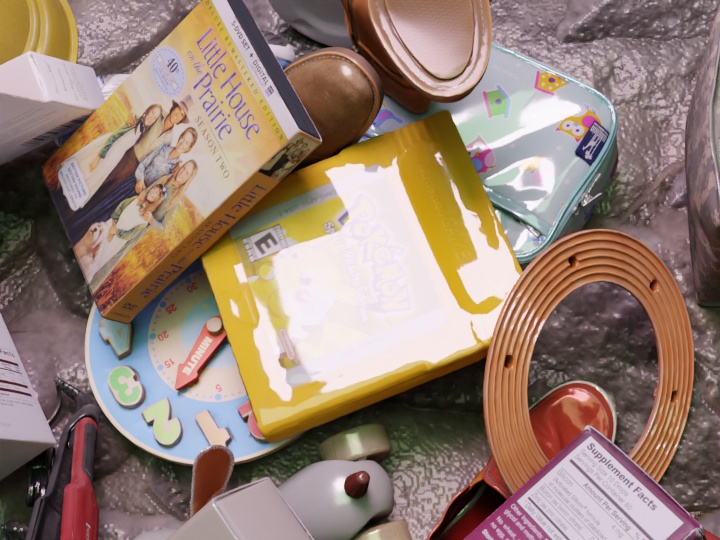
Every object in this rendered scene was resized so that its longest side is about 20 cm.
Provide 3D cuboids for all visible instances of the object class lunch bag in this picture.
[{"bbox_3d":[0.286,-0.093,0.872,0.117,0.164,0.200,-3,69,8],"label":"lunch bag"},{"bbox_3d":[0.084,-0.085,0.923,0.200,0.077,0.160,29,72,19],"label":"lunch bag"}]

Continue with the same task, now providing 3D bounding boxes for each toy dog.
[{"bbox_3d":[-0.056,0.168,0.824,0.200,0.096,0.132,-37,71,-11],"label":"toy dog"}]

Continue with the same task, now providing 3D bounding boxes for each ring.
[{"bbox_3d":[0.152,0.072,0.826,0.019,0.200,0.201,4,60,53],"label":"ring"}]

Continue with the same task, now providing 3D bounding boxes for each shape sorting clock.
[{"bbox_3d":[-0.103,0.045,0.907,0.200,0.039,0.200,-1,68,3],"label":"shape sorting clock"}]

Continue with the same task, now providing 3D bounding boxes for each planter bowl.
[{"bbox_3d":[-0.334,-0.192,0.990,0.200,0.083,0.201,-1,68,3],"label":"planter bowl"}]

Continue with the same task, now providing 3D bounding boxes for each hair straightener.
[{"bbox_3d":[-0.214,0.149,0.834,0.077,0.041,0.200,-26,41,12],"label":"hair straightener"}]

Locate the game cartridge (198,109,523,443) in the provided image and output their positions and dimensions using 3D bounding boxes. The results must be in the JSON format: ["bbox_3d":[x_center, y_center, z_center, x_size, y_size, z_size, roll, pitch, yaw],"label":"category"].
[{"bbox_3d":[0.000,0.000,0.846,0.200,0.032,0.176,-23,67,2],"label":"game cartridge"}]

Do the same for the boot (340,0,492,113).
[{"bbox_3d":[0.035,-0.152,0.832,0.074,0.155,0.200,-15,58,-6],"label":"boot"}]

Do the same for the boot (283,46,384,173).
[{"bbox_3d":[-0.061,-0.088,0.878,0.074,0.200,0.075,50,47,-12],"label":"boot"}]

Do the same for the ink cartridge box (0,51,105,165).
[{"bbox_3d":[-0.304,-0.096,0.873,0.200,0.174,0.044,-22,85,15],"label":"ink cartridge box"}]

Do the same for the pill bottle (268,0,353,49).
[{"bbox_3d":[0.006,-0.288,0.992,0.114,0.114,0.200,13,70,8],"label":"pill bottle"}]

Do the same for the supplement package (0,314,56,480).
[{"bbox_3d":[-0.349,0.073,0.825,0.191,0.147,0.200,-34,69,12],"label":"supplement package"}]

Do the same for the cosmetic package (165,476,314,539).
[{"bbox_3d":[-0.109,0.228,0.764,0.200,0.071,0.105,-41,78,21],"label":"cosmetic package"}]

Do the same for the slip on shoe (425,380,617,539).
[{"bbox_3d":[0.105,0.152,0.840,0.074,0.061,0.200,40,73,18],"label":"slip on shoe"}]

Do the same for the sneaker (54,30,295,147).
[{"bbox_3d":[-0.140,-0.124,0.964,0.200,0.076,0.077,-22,75,5],"label":"sneaker"}]

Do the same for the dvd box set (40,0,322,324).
[{"bbox_3d":[-0.131,-0.080,0.865,0.200,0.029,0.146,-40,59,21],"label":"dvd box set"}]

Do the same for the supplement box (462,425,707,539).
[{"bbox_3d":[0.114,0.215,0.751,0.200,0.131,0.103,-41,46,-4],"label":"supplement box"}]

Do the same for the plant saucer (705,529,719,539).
[{"bbox_3d":[0.226,0.276,0.798,0.200,0.037,0.200,30,73,13],"label":"plant saucer"}]
